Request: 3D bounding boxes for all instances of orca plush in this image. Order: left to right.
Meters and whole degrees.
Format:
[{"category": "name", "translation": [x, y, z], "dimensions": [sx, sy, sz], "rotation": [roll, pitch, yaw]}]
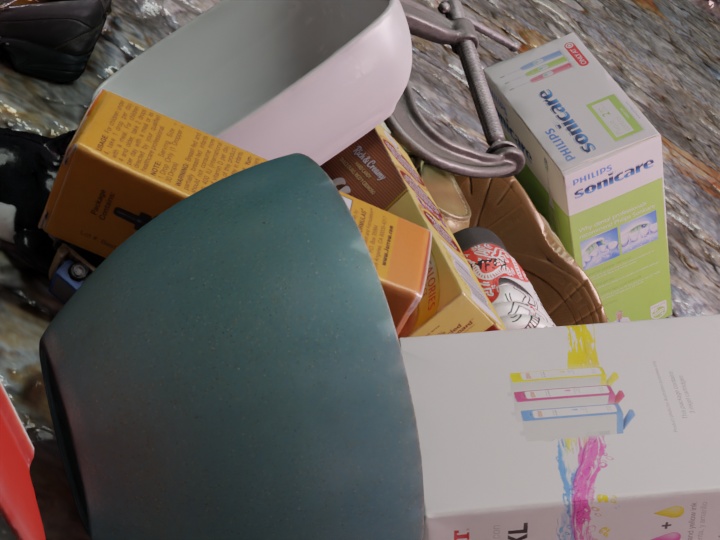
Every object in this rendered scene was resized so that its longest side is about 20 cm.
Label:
[{"category": "orca plush", "translation": [-0.152, -0.044, 0.930], "dimensions": [0.199, 0.071, 0.105], "rotation": [29, 24, -21]}]

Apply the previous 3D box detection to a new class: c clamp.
[{"category": "c clamp", "translation": [0.069, -0.134, 1.160], "dimensions": [0.170, 0.027, 0.201], "rotation": [23, 40, -30]}]

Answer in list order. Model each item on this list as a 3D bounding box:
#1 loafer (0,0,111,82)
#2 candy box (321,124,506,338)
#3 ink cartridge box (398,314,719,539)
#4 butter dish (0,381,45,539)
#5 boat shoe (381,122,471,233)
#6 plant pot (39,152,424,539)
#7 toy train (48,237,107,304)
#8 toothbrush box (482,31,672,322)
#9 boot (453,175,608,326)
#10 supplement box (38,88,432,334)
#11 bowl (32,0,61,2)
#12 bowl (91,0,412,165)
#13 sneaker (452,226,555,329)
[{"category": "loafer", "translation": [-0.246, -0.180, 1.052], "dimensions": [0.200, 0.072, 0.073], "rotation": [4, 40, -53]}, {"category": "candy box", "translation": [0.000, 0.000, 1.004], "dimensions": [0.056, 0.117, 0.200], "rotation": [43, 15, -41]}, {"category": "ink cartridge box", "translation": [0.097, 0.116, 0.832], "dimensions": [0.199, 0.129, 0.126], "rotation": [-5, 40, -2]}, {"category": "butter dish", "translation": [-0.224, 0.031, 0.604], "dimensions": [0.200, 0.147, 0.200], "rotation": [52, -17, 30]}, {"category": "boat shoe", "translation": [0.019, -0.103, 1.139], "dimensions": [0.073, 0.063, 0.201], "rotation": [1, 48, -47]}, {"category": "plant pot", "translation": [-0.070, 0.059, 0.745], "dimensions": [0.134, 0.201, 0.200], "rotation": [-14, 44, -15]}, {"category": "toy train", "translation": [-0.095, 0.053, 0.877], "dimensions": [0.200, 0.034, 0.046], "rotation": [41, 57, 3]}, {"category": "toothbrush box", "translation": [0.173, -0.060, 1.291], "dimensions": [0.200, 0.086, 0.146], "rotation": [73, -9, -45]}, {"category": "boot", "translation": [0.119, -0.001, 1.249], "dimensions": [0.200, 0.073, 0.155], "rotation": [57, 1, -8]}, {"category": "supplement box", "translation": [-0.065, -0.022, 0.877], "dimensions": [0.199, 0.067, 0.069], "rotation": [23, 38, -10]}, {"category": "bowl", "translation": [-0.238, -0.256, 1.156], "dimensions": [0.200, 0.105, 0.201], "rotation": [30, 20, -12]}, {"category": "bowl", "translation": [-0.063, -0.113, 1.047], "dimensions": [0.075, 0.199, 0.200], "rotation": [57, -5, -28]}, {"category": "sneaker", "translation": [0.110, 0.072, 1.044], "dimensions": [0.202, 0.067, 0.108], "rotation": [57, 7, -40]}]
